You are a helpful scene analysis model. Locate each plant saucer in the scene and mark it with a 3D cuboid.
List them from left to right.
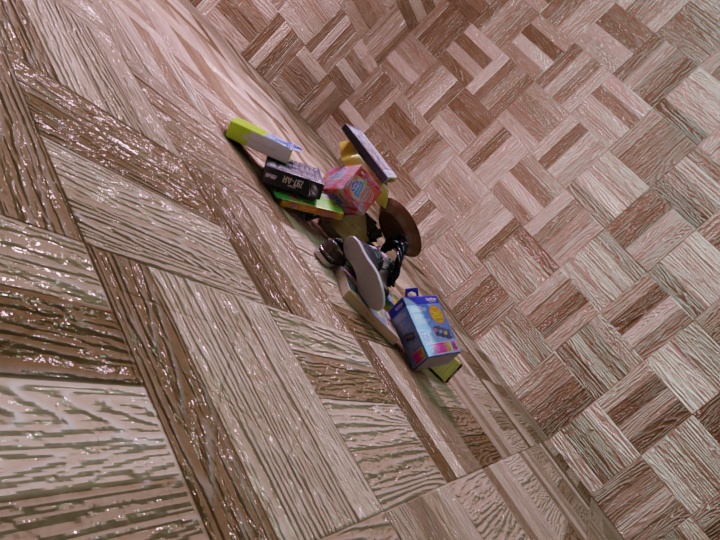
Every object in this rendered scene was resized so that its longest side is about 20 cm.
[{"bbox_3d":[0.020,-0.307,1.681,0.200,0.048,0.202,44,18,-23],"label":"plant saucer"},{"bbox_3d":[0.112,-0.124,1.706,0.200,0.035,0.203,47,-25,29],"label":"plant saucer"}]

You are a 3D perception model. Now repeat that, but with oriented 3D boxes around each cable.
[{"bbox_3d":[0.083,-0.016,1.679,0.049,0.199,0.169,15,68,-25],"label":"cable"}]

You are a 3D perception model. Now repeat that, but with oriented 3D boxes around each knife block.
[{"bbox_3d":[-0.031,-0.079,1.647,0.196,0.063,0.183,-15,103,-44],"label":"knife block"}]

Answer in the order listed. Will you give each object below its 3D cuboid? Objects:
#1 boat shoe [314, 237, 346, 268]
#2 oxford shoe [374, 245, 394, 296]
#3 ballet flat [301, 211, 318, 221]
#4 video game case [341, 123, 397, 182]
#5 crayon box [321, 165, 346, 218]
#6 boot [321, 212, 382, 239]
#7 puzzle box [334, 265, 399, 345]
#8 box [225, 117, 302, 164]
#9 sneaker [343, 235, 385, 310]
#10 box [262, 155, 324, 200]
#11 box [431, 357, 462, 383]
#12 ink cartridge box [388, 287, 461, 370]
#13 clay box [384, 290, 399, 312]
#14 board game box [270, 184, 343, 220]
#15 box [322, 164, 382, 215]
[{"bbox_3d":[-0.062,-0.049,1.422,0.072,0.059,0.200,50,9,7],"label":"boat shoe"},{"bbox_3d":[0.059,-0.004,1.564,0.204,0.082,0.074,-104,170,-45],"label":"oxford shoe"},{"bbox_3d":[-0.151,-0.206,1.570,0.203,0.066,0.070,-115,-158,-45],"label":"ballet flat"},{"bbox_3d":[0.031,-0.354,1.681,0.202,0.025,0.180,53,16,2],"label":"video game case"},{"bbox_3d":[-0.053,-0.240,1.762,0.126,0.200,0.052,45,5,-11],"label":"crayon box"},{"bbox_3d":[-0.024,-0.140,1.734,0.200,0.130,0.068,42,10,-37],"label":"boot"},{"bbox_3d":[0.016,0.086,1.380,0.200,0.025,0.134,46,10,-28],"label":"puzzle box"},{"bbox_3d":[-0.253,-0.343,1.473,0.194,0.049,0.122,23,16,-11],"label":"box"},{"bbox_3d":[0.033,0.008,1.362,0.098,0.070,0.204,10,48,-51],"label":"sneaker"},{"bbox_3d":[-0.181,-0.257,1.479,0.155,0.045,0.201,16,18,-15],"label":"box"},{"bbox_3d":[0.207,0.234,1.567,0.199,0.075,0.050,43,2,-33],"label":"box"},{"bbox_3d":[0.160,0.144,1.433,0.133,0.077,0.204,-1,56,-40],"label":"ink cartridge box"},{"bbox_3d":[0.114,0.130,1.608,0.200,0.047,0.116,44,11,-31],"label":"clay box"},{"bbox_3d":[-0.144,-0.185,1.452,0.195,0.031,0.096,14,29,-31],"label":"board game box"},{"bbox_3d":[-0.041,-0.228,1.568,0.103,0.095,0.198,48,-16,-25],"label":"box"}]
